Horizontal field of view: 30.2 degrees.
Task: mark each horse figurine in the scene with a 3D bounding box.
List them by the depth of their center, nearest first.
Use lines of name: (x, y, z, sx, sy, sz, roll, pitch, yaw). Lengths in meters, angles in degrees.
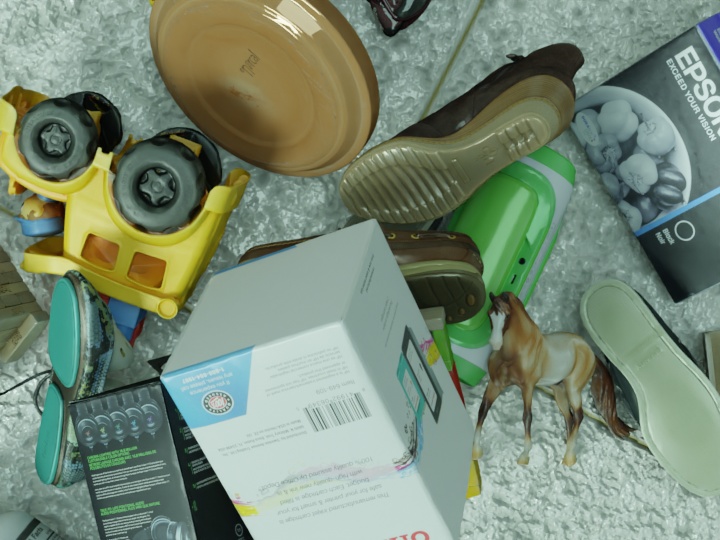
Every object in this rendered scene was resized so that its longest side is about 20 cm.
horse figurine: (0.155, 0.094, 1.106, 0.198, 0.050, 0.135, 11, 83, -44)

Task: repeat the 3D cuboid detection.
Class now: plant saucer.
plant saucer: (-0.080, -0.151, 1.043, 0.199, 0.201, 0.032, 34, 52, -3)

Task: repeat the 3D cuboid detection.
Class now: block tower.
block tower: (-0.328, -0.019, 1.055, 0.054, 0.058, 0.201, -45, 76, 27)

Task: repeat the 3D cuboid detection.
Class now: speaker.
speaker: (0.106, -0.009, 1.117, 0.088, 0.088, 0.202, 26, 85, -4)

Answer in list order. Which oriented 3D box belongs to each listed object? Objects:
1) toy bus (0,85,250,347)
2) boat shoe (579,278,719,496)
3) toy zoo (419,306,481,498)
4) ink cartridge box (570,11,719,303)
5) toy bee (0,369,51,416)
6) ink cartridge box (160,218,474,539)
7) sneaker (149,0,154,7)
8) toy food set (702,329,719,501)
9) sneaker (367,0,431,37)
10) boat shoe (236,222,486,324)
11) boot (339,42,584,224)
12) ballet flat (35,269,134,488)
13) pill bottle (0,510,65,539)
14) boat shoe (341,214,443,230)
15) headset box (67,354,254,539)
toy bus: (-0.210, -0.035, 1.076, 0.198, 0.136, 0.194, 22, 102, -3)
boat shoe: (0.255, 0.096, 1.135, 0.074, 0.066, 0.200, -38, 82, 15)
toy zoo: (0.024, 0.128, 1.085, 0.129, 0.021, 0.202, -8, 117, 13)
ink cartridge box: (0.296, -0.099, 1.102, 0.199, 0.043, 0.200, -31, 90, 37)
toy bee: (-0.334, 0.086, 1.057, 0.197, 0.109, 0.133, -18, 90, -5)
ink cartridge box: (-0.022, 0.099, 0.978, 0.145, 0.147, 0.202, -17, 115, 20)
sneaker: (-0.095, -0.170, 1.116, 0.077, 0.073, 0.200, -44, 81, -5)
toy food set: (0.394, 0.115, 1.152, 0.197, 0.060, 0.146, -6, 88, -5)
sneaker: (-0.007, -0.252, 1.123, 0.197, 0.076, 0.117, -8, 91, -7)
boat shoe: (0.000, 0.000, 1.061, 0.197, 0.073, 0.068, 1, 47, 3)
boot: (0.088, -0.114, 1.097, 0.198, 0.167, 0.073, -19, 110, 25)
ballet flat: (-0.213, 0.082, 1.049, 0.073, 0.075, 0.202, 14, 123, -5)
pill bottle: (-0.264, 0.264, 1.053, 0.199, 0.116, 0.116, 37, 85, -3)
boat shoe: (0.007, 0.008, 1.131, 0.200, 0.072, 0.063, -50, 136, -11)
headset box: (-0.122, 0.163, 1.033, 0.092, 0.174, 0.203, -14, 90, 27)
